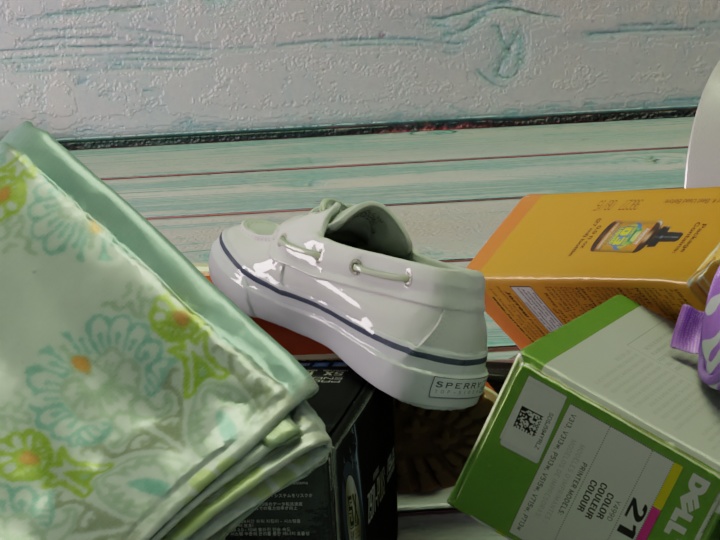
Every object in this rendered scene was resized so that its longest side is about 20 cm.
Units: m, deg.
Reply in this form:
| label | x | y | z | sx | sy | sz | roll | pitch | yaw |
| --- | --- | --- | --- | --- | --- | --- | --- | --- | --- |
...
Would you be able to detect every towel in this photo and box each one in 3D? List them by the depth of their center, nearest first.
| label | x | y | z | sx | sy | sz | roll | pitch | yaw |
| --- | --- | --- | --- | --- | --- | --- | --- | --- | --- |
| towel | -0.131 | 0.052 | 0.834 | 0.171 | 0.048 | 0.200 | -40 | 61 | -16 |

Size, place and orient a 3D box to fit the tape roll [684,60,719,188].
| label | x | y | z | sx | sy | sz | roll | pitch | yaw |
| --- | --- | --- | --- | --- | --- | --- | --- | --- | --- |
| tape roll | 0.301 | -0.043 | 1.341 | 0.139 | 0.203 | 0.203 | 2 | 10 | 34 |

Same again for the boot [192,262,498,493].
| label | x | y | z | sx | sy | sz | roll | pitch | yaw |
| --- | --- | --- | --- | --- | --- | --- | --- | --- | --- |
| boot | -0.021 | 0.043 | 1.057 | 0.200 | 0.075 | 0.107 | 10 | 34 | 6 |

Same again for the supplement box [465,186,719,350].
| label | x | y | z | sx | sy | sz | roll | pitch | yaw |
| --- | --- | --- | --- | --- | --- | --- | --- | --- | --- |
| supplement box | 0.134 | 0.003 | 1.056 | 0.067 | 0.069 | 0.200 | -50 | 20 | -19 |

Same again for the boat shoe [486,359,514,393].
| label | x | y | z | sx | sy | sz | roll | pitch | yaw |
| --- | --- | --- | --- | --- | --- | --- | --- | --- | --- |
| boat shoe | 0.036 | 0.077 | 1.103 | 0.200 | 0.070 | 0.066 | 4 | 6 | -7 |

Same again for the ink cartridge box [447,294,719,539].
| label | x | y | z | sx | sy | sz | roll | pitch | yaw |
| --- | --- | --- | --- | --- | --- | --- | --- | --- | --- |
| ink cartridge box | 0.158 | 0.098 | 0.913 | 0.200 | 0.076 | 0.148 | 30 | 19 | 16 |

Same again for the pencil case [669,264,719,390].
| label | x | y | z | sx | sy | sz | roll | pitch | yaw |
| --- | --- | --- | --- | --- | --- | --- | --- | --- | --- |
| pencil case | 0.237 | 0.046 | 0.911 | 0.200 | 0.084 | 0.086 | 24 | -17 | -6 |

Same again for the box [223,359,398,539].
| label | x | y | z | sx | sy | sz | roll | pitch | yaw |
| --- | --- | --- | --- | --- | --- | --- | --- | --- | --- |
| box | -0.093 | 0.096 | 0.933 | 0.200 | 0.086 | 0.164 | -1 | 10 | 10 |

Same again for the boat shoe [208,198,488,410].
| label | x | y | z | sx | sy | sz | roll | pitch | yaw |
| --- | --- | --- | --- | --- | --- | --- | --- | --- | --- |
| boat shoe | 0.000 | 0.000 | 0.991 | 0.073 | 0.067 | 0.200 | 3 | 15 | -37 |

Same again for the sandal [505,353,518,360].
| label | x | y | z | sx | sy | sz | roll | pitch | yaw |
| --- | --- | --- | --- | --- | --- | --- | --- | --- | --- |
| sandal | 0.139 | 0.034 | 1.175 | 0.200 | 0.055 | 0.082 | -21 | -29 | 40 |
